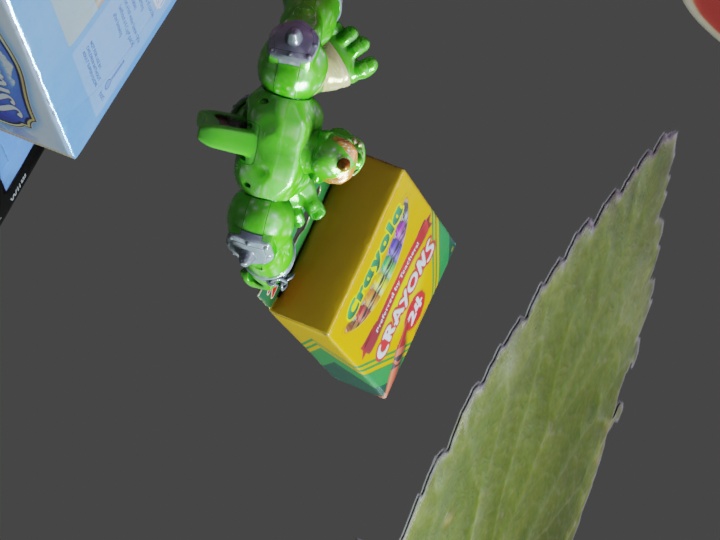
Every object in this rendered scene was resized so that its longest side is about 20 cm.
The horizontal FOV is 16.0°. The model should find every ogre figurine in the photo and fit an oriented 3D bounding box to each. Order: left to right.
[{"bbox_3d":[-0.046,-0.078,1.506,0.201,0.098,0.120,-58,-179,15],"label":"ogre figurine"}]

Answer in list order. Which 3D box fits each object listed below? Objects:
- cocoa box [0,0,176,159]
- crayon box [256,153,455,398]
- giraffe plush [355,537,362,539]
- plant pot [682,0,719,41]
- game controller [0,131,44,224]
[{"bbox_3d":[-0.160,-0.167,1.054,0.134,0.130,0.200,-60,158,-23],"label":"cocoa box"},{"bbox_3d":[0.000,0.000,1.754,0.128,0.051,0.200,-65,159,-9],"label":"crayon box"},{"bbox_3d":[-0.005,0.325,1.970,0.163,0.172,0.200,-63,-163,16],"label":"giraffe plush"},{"bbox_3d":[0.393,-0.287,2.303,0.178,0.200,0.201,-53,157,-11],"label":"plant pot"},{"bbox_3d":[-0.160,-0.100,1.254,0.201,0.042,0.104,-62,159,-17],"label":"game controller"}]
